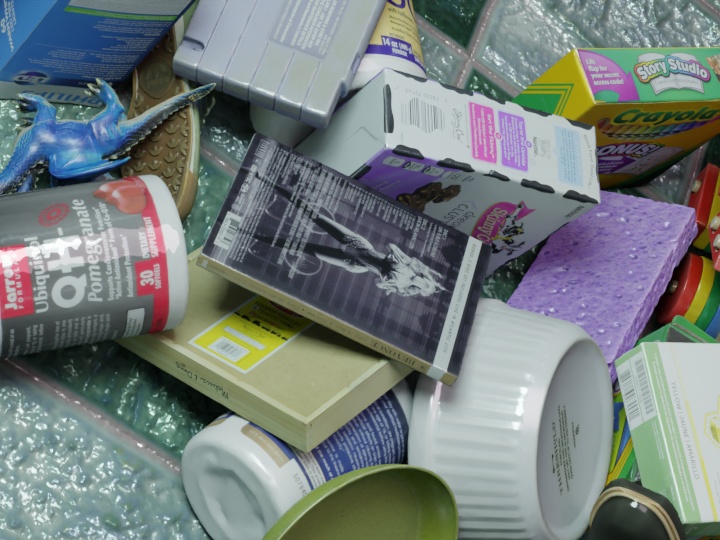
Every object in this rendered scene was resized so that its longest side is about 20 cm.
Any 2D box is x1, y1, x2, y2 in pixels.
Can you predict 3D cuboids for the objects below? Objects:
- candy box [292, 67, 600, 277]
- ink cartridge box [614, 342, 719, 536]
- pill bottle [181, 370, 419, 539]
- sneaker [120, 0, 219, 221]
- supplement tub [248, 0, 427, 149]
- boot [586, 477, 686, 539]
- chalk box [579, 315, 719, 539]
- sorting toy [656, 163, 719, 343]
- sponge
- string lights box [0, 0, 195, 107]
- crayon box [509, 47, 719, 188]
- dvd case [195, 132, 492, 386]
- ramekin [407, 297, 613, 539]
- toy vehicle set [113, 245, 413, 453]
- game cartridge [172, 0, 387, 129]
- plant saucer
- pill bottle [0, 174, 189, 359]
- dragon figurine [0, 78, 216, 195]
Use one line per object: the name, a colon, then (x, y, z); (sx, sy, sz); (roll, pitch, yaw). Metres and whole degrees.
candy box: (0.061, -0.071, 1.504); (0.199, 0.168, 0.072); (12, 62, -28)
ink cartridge box: (0.301, 0.131, 1.485); (0.199, 0.048, 0.147); (2, 65, -29)
pill bottle: (-0.027, 0.120, 1.392); (0.200, 0.111, 0.111); (-35, 89, -38)
sneaker: (-0.136, -0.131, 1.467); (0.090, 0.067, 0.202); (6, 79, -62)
supplement tub: (-0.030, -0.209, 1.524); (0.144, 0.145, 0.201); (2, 67, -32)
boot: (0.176, 0.260, 1.412); (0.077, 0.201, 0.139); (23, 52, 21)
chalk box: (0.254, 0.135, 1.562); (0.124, 0.124, 0.201); (32, 53, -16)
sorting toy: (0.328, -0.034, 1.648); (0.069, 0.200, 0.200); (23, 56, -5)
sponge: (0.197, 0.010, 1.598); (0.200, 0.111, 0.030); (-55, 144, -37)
string lights box: (-0.197, -0.188, 1.370); (0.102, 0.200, 0.059); (1, 68, -33)
crayon box: (0.216, -0.127, 1.628); (0.199, 0.172, 0.059); (-6, 71, -34)
dvd case: (-0.007, -0.010, 1.369); (0.199, 0.016, 0.149); (25, 41, -5)
ramekin: (0.120, 0.123, 1.434); (0.202, 0.094, 0.204); (-16, 108, -61)
toy vehicle set: (-0.072, 0.048, 1.372); (0.199, 0.027, 0.124); (27, 44, 32)
game cartridge: (-0.045, -0.213, 1.430); (0.129, 0.038, 0.201); (22, 70, 0)
plant saucer: (-0.017, 0.214, 1.332); (0.199, 0.201, 0.031); (-15, 38, -37)
pill bottle: (-0.226, 0.001, 1.308); (0.199, 0.111, 0.111); (-10, 73, -20)
dragon figurine: (-0.198, -0.080, 1.382); (0.198, 0.059, 0.100); (-8, 61, -10)
